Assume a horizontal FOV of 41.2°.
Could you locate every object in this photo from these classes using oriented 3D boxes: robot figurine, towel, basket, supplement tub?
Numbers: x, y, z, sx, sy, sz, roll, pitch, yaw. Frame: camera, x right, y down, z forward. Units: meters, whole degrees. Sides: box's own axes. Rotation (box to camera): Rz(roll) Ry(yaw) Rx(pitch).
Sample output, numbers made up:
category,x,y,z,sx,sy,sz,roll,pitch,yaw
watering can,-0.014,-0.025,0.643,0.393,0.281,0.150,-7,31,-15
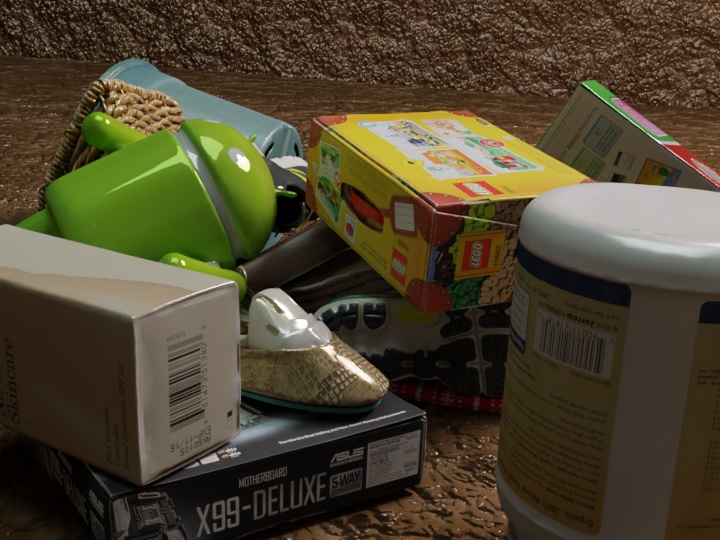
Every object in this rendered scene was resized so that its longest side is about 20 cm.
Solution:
category,x,y,z,sx,sy,sz,roll,pitch,yaw
robot figurine,-0.150,-0.036,0.708,0.199,0.116,0.176,-27,56,-13
towel,0.000,0.000,0.826,0.199,0.035,0.132,-18,11,29
basket,-0.220,-0.070,0.874,0.142,0.150,0.200,-29,1,10
supplement tub,0.144,0.067,0.486,0.143,0.202,0.145,3,17,-1
towel,0.046,0.068,0.774,0.198,0.023,0.145,7,19,13

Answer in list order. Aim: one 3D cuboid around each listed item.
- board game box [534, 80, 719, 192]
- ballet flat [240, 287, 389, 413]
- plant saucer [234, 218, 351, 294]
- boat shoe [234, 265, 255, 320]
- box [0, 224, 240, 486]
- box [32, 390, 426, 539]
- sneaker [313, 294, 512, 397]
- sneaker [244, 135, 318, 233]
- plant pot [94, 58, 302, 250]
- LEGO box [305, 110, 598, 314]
category,x,y,z,sx,sy,sz,roll,pitch,yaw
board game box,0.216,-0.031,0.771,0.200,0.154,0.040,42,29,15
ballet flat,-0.078,0.040,0.592,0.198,0.066,0.071,6,15,14
plant saucer,-0.041,-0.026,0.871,0.199,0.032,0.200,-29,4,2
boat shoe,-0.114,0.037,0.774,0.062,0.074,0.200,4,20,-25
box,-0.166,0.039,0.543,0.199,0.096,0.078,11,19,33
box,-0.083,0.102,0.591,0.199,0.050,0.157,-8,19,-31
sneaker,0.062,0.043,0.714,0.198,0.078,0.080,6,11,3
sneaker,-0.077,-0.065,0.921,0.085,0.075,0.200,44,13,21
plant pot,-0.180,-0.111,1.054,0.194,0.202,0.200,17,20,15
LEGO box,0.065,-0.054,0.719,0.148,0.078,0.200,-7,28,-25
